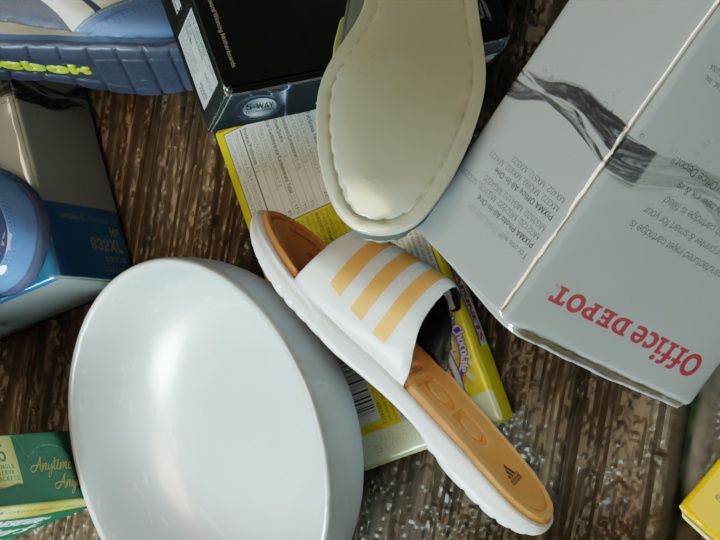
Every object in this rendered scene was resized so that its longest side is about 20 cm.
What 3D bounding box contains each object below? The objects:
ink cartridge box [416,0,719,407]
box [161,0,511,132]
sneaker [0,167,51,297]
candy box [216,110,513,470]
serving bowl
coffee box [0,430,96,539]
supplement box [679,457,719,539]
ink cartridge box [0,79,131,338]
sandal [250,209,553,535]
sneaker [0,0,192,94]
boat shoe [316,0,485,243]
[{"bbox_3d":[0.140,-0.055,0.660,0.200,0.145,0.083,-55,41,12],"label":"ink cartridge box"},{"bbox_3d":[-0.032,-0.182,0.759,0.200,0.160,0.044,70,156,13],"label":"box"},{"bbox_3d":[-0.255,-0.039,0.794,0.200,0.082,0.074,22,95,22],"label":"sneaker"},{"bbox_3d":[0.000,0.000,0.788,0.102,0.026,0.200,-21,83,21],"label":"candy box"},{"bbox_3d":[-0.068,0.088,0.786,0.200,0.066,0.201,11,106,41],"label":"serving bowl"},{"bbox_3d":[-0.252,0.144,0.852,0.200,0.123,0.044,-24,76,20],"label":"coffee box"},{"bbox_3d":[0.248,0.060,0.632,0.109,0.109,0.200,42,104,21],"label":"supplement box"},{"bbox_3d":[-0.234,-0.064,0.876,0.145,0.084,0.200,-21,79,23],"label":"ink cartridge box"},{"bbox_3d":[0.034,0.034,0.724,0.207,0.079,0.059,46,106,6],"label":"sandal"},{"bbox_3d":[-0.147,-0.143,0.784,0.199,0.074,0.082,7,76,-3],"label":"sneaker"},{"bbox_3d":[0.022,-0.099,0.685,0.072,0.060,0.202,6,66,3],"label":"boat shoe"}]
